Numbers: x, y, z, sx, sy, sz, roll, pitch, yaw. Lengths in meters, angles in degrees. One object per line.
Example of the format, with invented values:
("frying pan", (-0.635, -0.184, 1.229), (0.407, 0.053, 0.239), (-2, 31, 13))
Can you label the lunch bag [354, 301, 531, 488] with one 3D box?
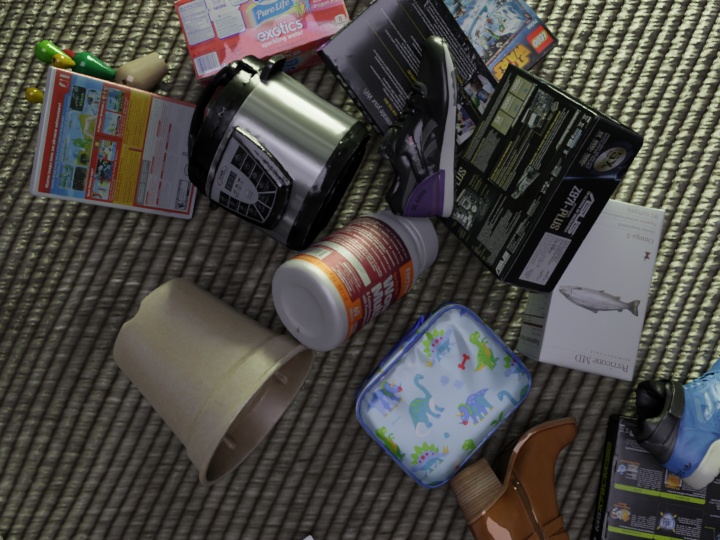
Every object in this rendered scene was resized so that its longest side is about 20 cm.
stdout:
("lunch bag", (0.098, 0.147, 0.901), (0.161, 0.082, 0.200), (44, 89, 1))

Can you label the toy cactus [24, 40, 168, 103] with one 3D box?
("toy cactus", (-0.317, -0.215, 0.925), (0.165, 0.102, 0.201), (-39, 86, -19))

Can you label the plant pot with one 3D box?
("plant pot", (-0.183, 0.115, 0.866), (0.183, 0.200, 0.201), (36, 89, 13))

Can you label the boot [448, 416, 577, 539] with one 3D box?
("boot", (0.216, 0.273, 0.859), (0.198, 0.077, 0.156), (-21, 68, -32))

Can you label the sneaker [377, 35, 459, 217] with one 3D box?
("sneaker", (0.062, -0.157, 0.818), (0.086, 0.076, 0.203), (-2, 105, -3))

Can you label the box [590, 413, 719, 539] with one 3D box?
("box", (0.399, 0.295, 0.912), (0.197, 0.048, 0.196), (9, 90, 1))

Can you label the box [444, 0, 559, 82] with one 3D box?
("box", (0.134, -0.274, 0.933), (0.199, 0.040, 0.137), (-41, 89, 0))

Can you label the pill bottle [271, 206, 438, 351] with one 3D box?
("pill bottle", (0.000, 0.000, 0.849), (0.199, 0.109, 0.110), (-34, 88, -40))

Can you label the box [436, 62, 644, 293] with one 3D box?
("box", (0.193, -0.105, 0.829), (0.085, 0.164, 0.202), (12, 115, -35))

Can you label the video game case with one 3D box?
("video game case", (-0.283, -0.147, 0.876), (0.198, 0.017, 0.145), (7, 98, -41))

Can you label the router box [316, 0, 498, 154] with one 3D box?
("router box", (0.066, -0.228, 0.865), (0.149, 0.051, 0.201), (-39, 106, -1))

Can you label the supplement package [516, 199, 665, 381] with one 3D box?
("supplement package", (0.276, 0.018, 0.885), (0.115, 0.117, 0.203), (11, 89, 0))

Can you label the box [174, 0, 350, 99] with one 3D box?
("box", (-0.117, -0.303, 0.910), (0.197, 0.095, 0.104), (-19, 89, 0))

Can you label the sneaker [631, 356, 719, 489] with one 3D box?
("sneaker", (0.400, 0.148, 0.881), (0.111, 0.077, 0.201), (35, 66, 6))

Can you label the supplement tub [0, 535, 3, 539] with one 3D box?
("supplement tub", (-0.545, 0.393, 0.879), (0.200, 0.132, 0.132), (-44, 88, 0))

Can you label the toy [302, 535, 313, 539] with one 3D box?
("toy", (-0.113, 0.437, 0.914), (0.199, 0.047, 0.116), (-34, 85, -4))

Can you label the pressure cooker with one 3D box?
("pressure cooker", (-0.110, -0.140, 0.862), (0.199, 0.179, 0.177), (32, 79, 1))
